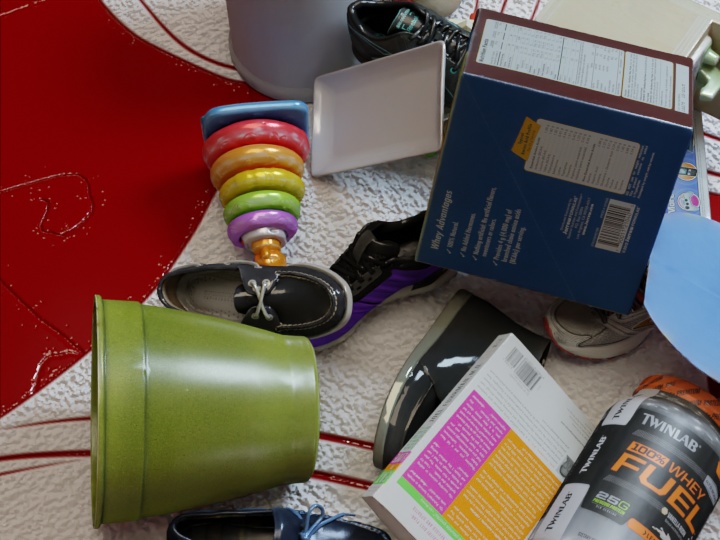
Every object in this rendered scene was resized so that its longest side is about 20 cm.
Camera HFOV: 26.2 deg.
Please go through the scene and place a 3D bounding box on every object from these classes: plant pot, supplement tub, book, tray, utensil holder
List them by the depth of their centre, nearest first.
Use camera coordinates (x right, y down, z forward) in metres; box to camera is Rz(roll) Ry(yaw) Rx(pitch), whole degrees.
[{"bbox_3d":[0.236,0.194,1.322,0.122,0.123,0.200,27,63,18],"label":"supplement tub"},{"bbox_3d":[0.110,0.171,1.347,0.134,0.048,0.200,48,66,-10],"label":"book"},{"bbox_3d":[-0.138,0.122,1.356,0.192,0.201,0.201,0,57,-11],"label":"plant pot"},{"bbox_3d":[0.020,-0.155,1.525,0.022,0.199,0.108,7,81,-39],"label":"tray"},{"bbox_3d":[-0.062,-0.301,1.601,0.169,0.200,0.171,-1,58,1],"label":"utensil holder"}]

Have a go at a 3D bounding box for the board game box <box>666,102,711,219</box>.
[{"bbox_3d":[0.245,-0.113,1.555,0.195,0.056,0.201,2,58,4],"label":"board game box"}]

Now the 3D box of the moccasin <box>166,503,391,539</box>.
[{"bbox_3d":[-0.071,0.243,1.334,0.199,0.068,0.081,-2,58,1],"label":"moccasin"}]

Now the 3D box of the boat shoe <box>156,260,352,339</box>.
[{"bbox_3d":[-0.101,0.024,1.434,0.199,0.060,0.074,9,95,33],"label":"boat shoe"}]

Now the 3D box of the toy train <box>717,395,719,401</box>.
[{"bbox_3d":[0.391,0.163,1.359,0.114,0.087,0.201,-22,57,-2],"label":"toy train"}]

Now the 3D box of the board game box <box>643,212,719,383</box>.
[{"bbox_3d":[0.312,0.038,1.373,0.157,0.039,0.200,28,43,-9],"label":"board game box"}]

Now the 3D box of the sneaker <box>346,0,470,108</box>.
[{"bbox_3d":[0.069,-0.214,1.516,0.199,0.079,0.076,19,71,25],"label":"sneaker"}]

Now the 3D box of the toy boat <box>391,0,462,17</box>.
[{"bbox_3d":[0.058,-0.368,1.702,0.130,0.131,0.201,0,52,38],"label":"toy boat"}]

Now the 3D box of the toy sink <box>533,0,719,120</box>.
[{"bbox_3d":[0.271,-0.188,1.492,0.199,0.131,0.112,29,63,18],"label":"toy sink"}]

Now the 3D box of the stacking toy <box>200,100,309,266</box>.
[{"bbox_3d":[-0.096,-0.059,1.515,0.109,0.116,0.201,-6,67,-3],"label":"stacking toy"}]

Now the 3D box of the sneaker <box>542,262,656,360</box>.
[{"bbox_3d":[0.264,0.021,1.452,0.199,0.082,0.078,-18,59,-10],"label":"sneaker"}]

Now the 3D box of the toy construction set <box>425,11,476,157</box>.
[{"bbox_3d":[0.091,-0.198,1.592,0.130,0.092,0.201,-4,51,17],"label":"toy construction set"}]

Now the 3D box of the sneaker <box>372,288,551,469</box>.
[{"bbox_3d":[0.094,0.111,1.408,0.106,0.075,0.200,25,61,16],"label":"sneaker"}]

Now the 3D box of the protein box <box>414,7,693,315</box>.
[{"bbox_3d":[0.172,-0.097,1.375,0.199,0.199,0.135,14,35,3],"label":"protein box"}]

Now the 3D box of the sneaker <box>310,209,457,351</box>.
[{"bbox_3d":[0.000,-0.001,1.465,0.199,0.100,0.070,-29,61,-12],"label":"sneaker"}]
